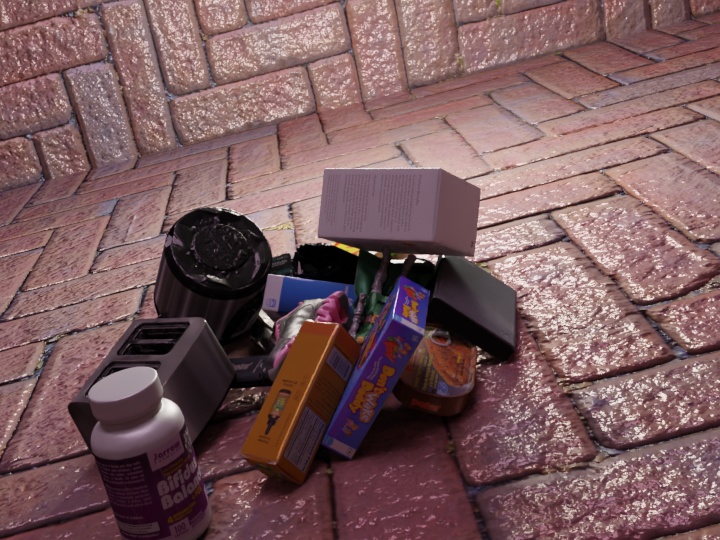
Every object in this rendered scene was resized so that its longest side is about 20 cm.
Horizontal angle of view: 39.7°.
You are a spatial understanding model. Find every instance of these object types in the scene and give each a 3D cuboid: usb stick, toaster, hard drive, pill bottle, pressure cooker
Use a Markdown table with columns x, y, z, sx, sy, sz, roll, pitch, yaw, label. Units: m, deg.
| x | y | z | sx | sy | sz | roll | pitch | yaw | label |
| --- | --- | --- | --- | --- | --- | --- | --- | --- | --- |
| -0.175 | 0.151 | 1.477 | 0.199 | 0.033 | 0.056 | -11 | 31 | 52 | usb stick |
| -0.285 | 0.169 | 1.396 | 0.197 | 0.120 | 0.182 | -3 | 38 | 30 | toaster |
| 0.169 | 0.046 | 1.487 | 0.138 | 0.033 | 0.200 | 32 | 23 | -4 | hard drive |
| -0.250 | 0.221 | 1.166 | 0.110 | 0.203 | 0.113 | -11 | 20 | 4 | pill bottle |
| -0.238 | 0.020 | 1.584 | 0.173 | 0.201 | 0.181 | 4 | 52 | -20 | pressure cooker |

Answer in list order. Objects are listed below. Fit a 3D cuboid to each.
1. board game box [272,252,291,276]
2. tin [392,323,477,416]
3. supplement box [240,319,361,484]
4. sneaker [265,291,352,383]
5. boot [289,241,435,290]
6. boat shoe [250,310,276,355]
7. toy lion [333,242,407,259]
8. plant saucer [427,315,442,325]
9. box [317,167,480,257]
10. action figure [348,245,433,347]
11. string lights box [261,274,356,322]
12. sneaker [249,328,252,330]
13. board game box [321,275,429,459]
| x | y | z | sx | sy | sz | roll | pitch | yaw | label |
| --- | --- | --- | --- | --- | --- | --- | --- | --- | --- |
| -0.188 | 0.012 | 1.802 | 0.133 | 0.029 | 0.200 | -16 | -7 | -7 | board game box |
| 0.100 | 0.133 | 1.360 | 0.110 | 0.042 | 0.200 | 18 | 24 | 3 | tin |
| -0.073 | 0.165 | 1.270 | 0.066 | 0.069 | 0.202 | 5 | 57 | 39 | supplement box |
| -0.089 | 0.096 | 1.383 | 0.094 | 0.080 | 0.200 | 2 | 26 | 26 | sneaker |
| 0.001 | -0.001 | 1.556 | 0.196 | 0.075 | 0.162 | -5 | -19 | 37 | boot |
| -0.130 | 0.119 | 1.589 | 0.066 | 0.058 | 0.200 | 7 | 16 | -25 | boat shoe |
| -0.008 | -0.025 | 1.872 | 0.189 | 0.070 | 0.200 | -10 | 20 | 29 | toy lion |
| 0.100 | 0.048 | 1.637 | 0.197 | 0.037 | 0.201 | -13 | 20 | 5 | plant saucer |
| 0.059 | -0.087 | 1.493 | 0.197 | 0.108 | 0.152 | 3 | -6 | 30 | box |
| 0.028 | 0.059 | 1.423 | 0.116 | 0.055 | 0.202 | 16 | 56 | 5 | action figure |
| -0.043 | 0.056 | 1.535 | 0.197 | 0.060 | 0.103 | 7 | -14 | 10 | string lights box |
| -0.213 | 0.077 | 1.704 | 0.198 | 0.082 | 0.083 | -26 | 29 | -32 | sneaker |
| 0.020 | 0.123 | 1.279 | 0.044 | 0.202 | 0.135 | 27 | 23 | -4 | board game box |
